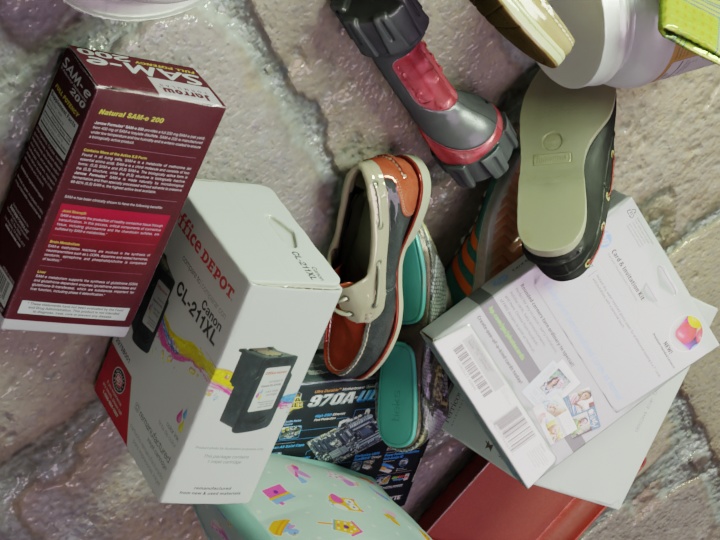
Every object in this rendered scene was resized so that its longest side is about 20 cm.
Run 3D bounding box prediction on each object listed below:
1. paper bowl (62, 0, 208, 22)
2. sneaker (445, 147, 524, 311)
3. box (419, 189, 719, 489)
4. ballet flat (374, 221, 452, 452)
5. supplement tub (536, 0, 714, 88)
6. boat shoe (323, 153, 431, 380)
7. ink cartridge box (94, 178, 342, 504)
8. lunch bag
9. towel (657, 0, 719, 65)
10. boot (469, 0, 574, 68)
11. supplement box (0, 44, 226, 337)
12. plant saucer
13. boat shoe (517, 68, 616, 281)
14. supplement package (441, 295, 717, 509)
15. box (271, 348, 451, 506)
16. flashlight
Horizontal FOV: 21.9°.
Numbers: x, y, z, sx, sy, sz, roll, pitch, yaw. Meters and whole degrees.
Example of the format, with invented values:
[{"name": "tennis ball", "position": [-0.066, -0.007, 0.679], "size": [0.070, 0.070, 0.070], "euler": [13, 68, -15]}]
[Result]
[{"name": "paper bowl", "position": [-0.128, -0.249, 1.159], "size": [0.200, 0.104, 0.201], "euler": [-19, 132, -22]}, {"name": "sneaker", "position": [0.106, -0.010, 1.555], "size": [0.071, 0.080, 0.201], "euler": [10, 98, -34]}, {"name": "box", "position": [0.170, 0.055, 1.504], "size": [0.200, 0.041, 0.156], "euler": [-36, 109, -5]}, {"name": "ballet flat", "position": [0.045, 0.046, 1.530], "size": [0.072, 0.072, 0.201], "euler": [-6, 101, -32]}, {"name": "supplement tub", "position": [0.232, -0.220, 1.407], "size": [0.199, 0.145, 0.145], "euler": [-17, 133, -23]}, {"name": "boat shoe", "position": [0.000, 0.000, 1.476], "size": [0.062, 0.071, 0.201], "euler": [-11, 126, -43]}, {"name": "ink cartridge box", "position": [-0.111, 0.051, 1.388], "size": [0.083, 0.146, 0.201], "euler": [4, 121, -35]}, {"name": "lunch bag", "position": [-0.035, 0.230, 1.503], "size": [0.200, 0.170, 0.122], "euler": [26, 101, -44]}, {"name": "towel", "position": [0.288, -0.235, 1.339], "size": [0.143, 0.023, 0.201], "euler": [21, 70, -16]}, {"name": "boot", "position": [0.124, -0.258, 1.295], "size": [0.154, 0.072, 0.200], "euler": [-38, 95, -6]}, {"name": "supplement box", "position": [-0.186, -0.052, 1.311], "size": [0.108, 0.061, 0.201], "euler": [6, 121, -39]}, {"name": "plant saucer", "position": [0.157, 0.217, 1.798], "size": [0.200, 0.037, 0.199], "euler": [-50, 137, 9]}, {"name": "boat shoe", "position": [0.164, -0.089, 1.468], "size": [0.073, 0.202, 0.063], "euler": [2, 154, 20]}, {"name": "supplement package", "position": [0.188, 0.085, 1.623], "size": [0.155, 0.111, 0.201], "euler": [21, 96, -44]}, {"name": "box", "position": [-0.029, 0.141, 1.594], "size": [0.199, 0.046, 0.160], "euler": [-4, 126, -33]}, {"name": "flashlight", "position": [0.055, -0.143, 1.401], "size": [0.068, 0.068, 0.200], "euler": [-38, 138, -1]}]
